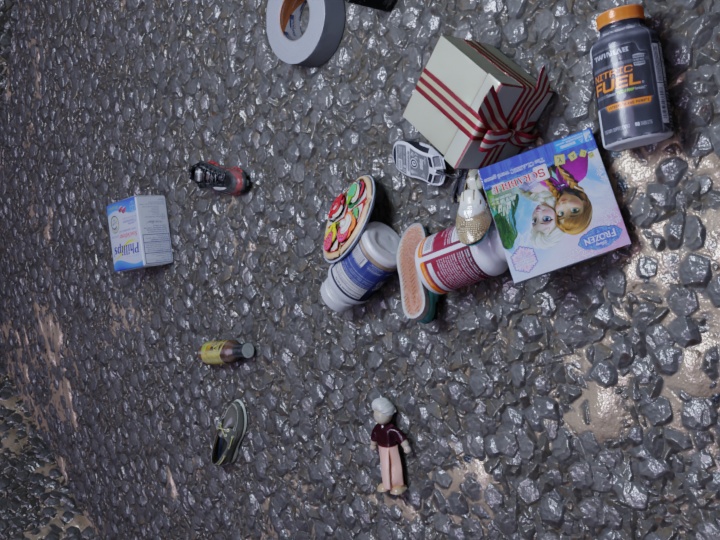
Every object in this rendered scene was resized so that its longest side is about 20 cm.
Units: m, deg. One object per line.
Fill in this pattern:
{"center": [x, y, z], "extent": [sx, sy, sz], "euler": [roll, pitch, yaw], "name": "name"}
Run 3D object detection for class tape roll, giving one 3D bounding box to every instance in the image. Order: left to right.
{"center": [-0.124, -0.559, 1.638], "extent": [0.198, 0.065, 0.205], "euler": [7, 101, 43], "name": "tape roll"}

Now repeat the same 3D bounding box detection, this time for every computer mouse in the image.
{"center": [0.141, -0.208, 1.435], "extent": [0.199, 0.043, 0.111], "euler": [32, 138, 39], "name": "computer mouse"}

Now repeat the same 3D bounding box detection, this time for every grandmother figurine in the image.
{"center": [0.060, 0.374, 1.592], "extent": [0.119, 0.060, 0.205], "euler": [-7, 93, 36], "name": "grandmother figurine"}

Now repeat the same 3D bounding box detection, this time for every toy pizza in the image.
{"center": [-0.033, -0.113, 1.560], "extent": [0.200, 0.031, 0.203], "euler": [-48, 28, 36], "name": "toy pizza"}

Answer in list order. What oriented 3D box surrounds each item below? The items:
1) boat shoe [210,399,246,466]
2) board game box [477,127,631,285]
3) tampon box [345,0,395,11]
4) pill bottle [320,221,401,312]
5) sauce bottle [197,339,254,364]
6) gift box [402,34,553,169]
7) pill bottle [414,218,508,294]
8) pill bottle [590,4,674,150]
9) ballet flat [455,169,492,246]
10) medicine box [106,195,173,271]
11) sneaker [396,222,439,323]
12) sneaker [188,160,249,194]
{"center": [-0.360, 0.444, 2.006], "extent": [0.072, 0.060, 0.205], "euler": [34, 118, 36], "name": "boat shoe"}
{"center": [0.316, -0.104, 1.221], "extent": [0.196, 0.041, 0.204], "euler": [-20, 81, 11], "name": "board game box"}
{"center": [0.003, -0.643, 1.460], "extent": [0.150, 0.125, 0.202], "euler": [-51, 61, 35], "name": "tampon box"}
{"center": [0.000, 0.000, 1.561], "extent": [0.200, 0.110, 0.112], "euler": [-46, 65, 37], "name": "pill bottle"}
{"center": [-0.357, 0.217, 1.972], "extent": [0.197, 0.064, 0.066], "euler": [-10, 89, 43], "name": "sauce bottle"}
{"center": [0.208, -0.291, 1.270], "extent": [0.187, 0.182, 0.202], "euler": [50, 132, 29], "name": "gift box"}
{"center": [0.204, -0.034, 1.357], "extent": [0.198, 0.112, 0.115], "euler": [-21, 81, 44], "name": "pill bottle"}
{"center": [0.409, -0.294, 1.127], "extent": [0.105, 0.105, 0.205], "euler": [-10, 89, 44], "name": "pill bottle"}
{"center": [0.199, -0.127, 1.299], "extent": [0.069, 0.202, 0.066], "euler": [-10, 127, 24], "name": "ballet flat"}
{"center": [-0.655, -0.108, 2.190], "extent": [0.180, 0.102, 0.205], "euler": [-7, 90, 44], "name": "medicine box"}
{"center": [0.121, 0.009, 1.478], "extent": [0.070, 0.079, 0.204], "euler": [-13, 66, 33], "name": "sneaker"}
{"center": [-0.371, -0.238, 1.900], "extent": [0.198, 0.097, 0.072], "euler": [20, 107, 39], "name": "sneaker"}
